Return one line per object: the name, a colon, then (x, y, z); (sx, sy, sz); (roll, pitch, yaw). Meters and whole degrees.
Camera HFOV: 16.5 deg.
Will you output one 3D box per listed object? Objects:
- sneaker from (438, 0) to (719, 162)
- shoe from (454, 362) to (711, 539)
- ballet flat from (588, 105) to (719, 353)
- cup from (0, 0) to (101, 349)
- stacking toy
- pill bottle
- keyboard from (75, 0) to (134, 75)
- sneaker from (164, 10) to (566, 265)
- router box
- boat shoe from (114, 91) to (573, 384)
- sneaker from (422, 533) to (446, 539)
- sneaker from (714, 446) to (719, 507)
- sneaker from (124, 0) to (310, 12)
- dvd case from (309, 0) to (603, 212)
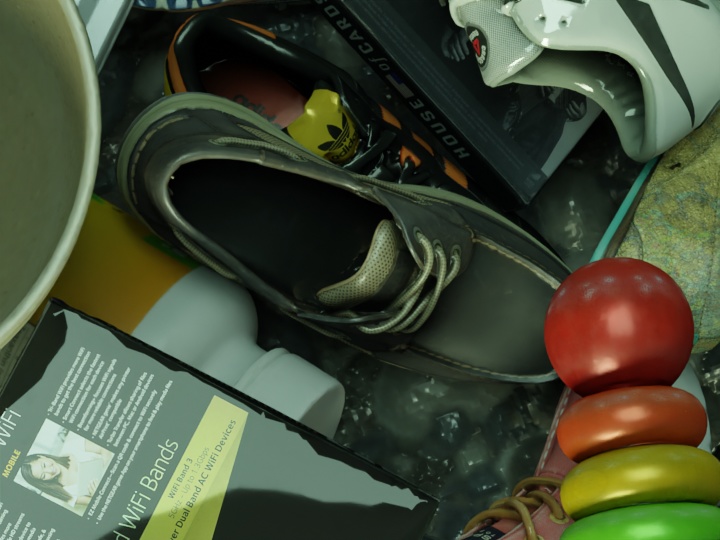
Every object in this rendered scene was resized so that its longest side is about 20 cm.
sneaker: (0.056, -0.119, 0.927); (0.200, 0.074, 0.089); (37, 68, -3)
shoe: (0.073, 0.102, 0.933); (0.091, 0.071, 0.201); (24, 61, -29)
ballet flat: (0.145, -0.044, 0.986); (0.070, 0.071, 0.200); (19, 52, 11)
cup: (-0.188, -0.034, 0.865); (0.200, 0.143, 0.201); (1, 79, -4)
stacking toy: (0.103, 0.093, 0.874); (0.085, 0.085, 0.201); (-6, 72, 3)
pill bottle: (-0.111, 0.030, 0.979); (0.200, 0.111, 0.111); (30, 77, 13)
keyboard: (-0.095, -0.163, 0.997); (0.056, 0.011, 0.200); (24, 84, 9)
sneaker: (-0.001, -0.033, 1.001); (0.200, 0.090, 0.070); (35, 78, 15)
router box: (-0.086, 0.133, 0.884); (0.157, 0.052, 0.200); (28, 85, -2)
boat shoe: (0.000, 0.000, 0.937); (0.199, 0.073, 0.075); (21, 103, -14)
sneaker: (0.013, 0.188, 0.941); (0.081, 0.074, 0.201); (-5, 74, -1)
sneaker: (0.174, 0.144, 0.940); (0.081, 0.074, 0.201); (5, 68, -18)
sneaker: (-0.042, -0.137, 1.042); (0.199, 0.085, 0.077); (2, 83, -5)
dvd case: (0.071, -0.146, 1.006); (0.150, 0.025, 0.200); (46, 65, -16)
